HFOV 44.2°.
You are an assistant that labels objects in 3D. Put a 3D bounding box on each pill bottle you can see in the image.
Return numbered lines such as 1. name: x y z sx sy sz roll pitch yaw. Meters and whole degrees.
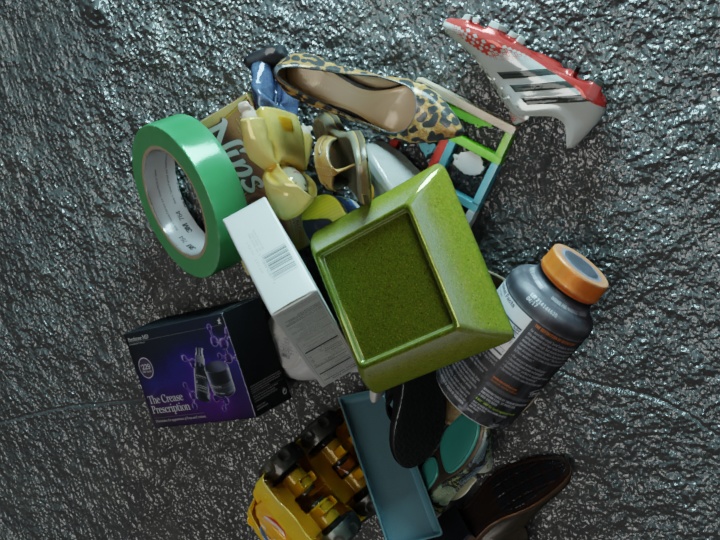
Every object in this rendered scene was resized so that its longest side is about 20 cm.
1. pill bottle: 0.177 0.068 0.955 0.106 0.106 0.200 40 115 10

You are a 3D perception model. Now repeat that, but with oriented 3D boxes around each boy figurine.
1. boy figurine: -0.095 -0.159 1.030 0.064 0.124 0.201 -19 68 31

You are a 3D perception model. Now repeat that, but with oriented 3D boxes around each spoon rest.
1. spoon rest: -0.044 0.110 1.137 0.200 0.061 0.100 21 110 32

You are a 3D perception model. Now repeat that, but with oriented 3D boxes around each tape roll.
1. tape roll: -0.214 -0.091 1.106 0.200 0.048 0.201 33 137 37

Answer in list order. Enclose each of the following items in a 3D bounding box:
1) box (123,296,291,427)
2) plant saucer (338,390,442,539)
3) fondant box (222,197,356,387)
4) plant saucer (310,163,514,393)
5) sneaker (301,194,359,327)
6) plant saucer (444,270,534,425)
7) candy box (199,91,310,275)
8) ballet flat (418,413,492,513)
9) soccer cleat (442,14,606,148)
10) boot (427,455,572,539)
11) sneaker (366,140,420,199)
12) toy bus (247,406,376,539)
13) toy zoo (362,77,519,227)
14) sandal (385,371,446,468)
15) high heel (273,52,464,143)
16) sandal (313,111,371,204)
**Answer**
1. box: -0.204 0.124 1.170 0.199 0.079 0.142 -13 95 38
2. plant saucer: 0.032 0.237 1.078 0.019 0.070 0.201 107 148 -53
3. fondant box: -0.076 0.029 1.023 0.058 0.200 0.145 -29 58 -3
4. plant saucer: 0.037 0.016 0.952 0.199 0.048 0.201 -27 81 35
5. sneaker: 0.000 0.000 1.067 0.074 0.082 0.201 -17 94 22
6. plant saucer: 0.128 0.088 1.060 0.199 0.035 0.201 6 105 22
7. candy box: -0.130 -0.109 1.113 0.115 0.055 0.201 -24 92 27
8. ballet flat: 0.119 0.233 1.069 0.074 0.074 0.200 43 133 9
9. soccer cleat: 0.167 -0.206 0.955 0.200 0.069 0.085 31 109 9
10. boot: 0.184 0.304 1.083 0.200 0.075 0.097 -34 123 10
11. sneaker: 0.048 -0.051 1.016 0.088 0.075 0.200 -39 79 37
12. toy bus: -0.075 0.291 1.114 0.136 0.200 0.192 50 124 6
13. toy zoo: 0.085 -0.106 1.039 0.131 0.020 0.201 30 112 14
14. sandal: 0.061 0.132 1.050 0.048 0.075 0.201 16 109 60
15. high heel: 0.005 -0.183 0.968 0.200 0.142 0.072 29 111 28
16. sandal: -0.030 -0.126 0.998 0.054 0.200 0.081 -16 119 -12
